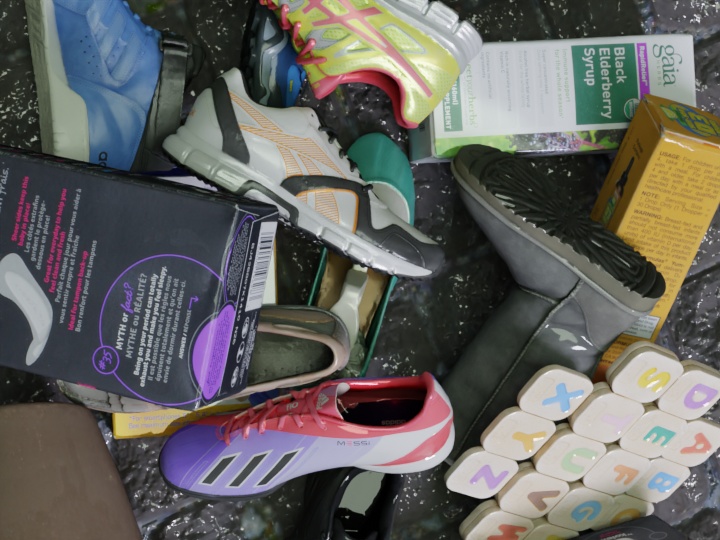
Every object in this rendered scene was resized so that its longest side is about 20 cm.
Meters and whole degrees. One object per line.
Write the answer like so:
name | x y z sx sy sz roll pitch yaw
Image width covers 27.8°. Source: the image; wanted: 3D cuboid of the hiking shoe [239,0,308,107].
hiking shoe | -0.034 -0.176 1.010 0.086 0.074 0.202 10 88 -11

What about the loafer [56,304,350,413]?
loafer | -0.104 0.056 0.952 0.197 0.063 0.073 -6 95 -2

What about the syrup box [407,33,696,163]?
syrup box | 0.135 -0.122 1.042 0.198 0.081 0.080 -4 92 -10

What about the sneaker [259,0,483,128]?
sneaker | -0.023 -0.161 0.942 0.199 0.078 0.091 28 90 -4

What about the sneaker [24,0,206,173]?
sneaker | -0.164 -0.161 0.985 0.110 0.077 0.202 -5 80 -22

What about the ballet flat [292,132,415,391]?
ballet flat | 0.000 0.000 1.018 0.067 0.070 0.202 16 86 -10

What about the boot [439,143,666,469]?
boot | 0.093 0.038 1.005 0.182 0.201 0.072 42 38 12

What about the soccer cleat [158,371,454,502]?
soccer cleat | -0.038 0.102 0.951 0.197 0.074 0.069 -7 53 3

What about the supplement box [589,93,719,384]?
supplement box | 0.192 -0.016 1.015 0.068 0.067 0.202 12 119 -11

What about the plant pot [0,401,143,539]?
plant pot | -0.214 0.180 0.926 0.198 0.200 0.177 -7 75 -12

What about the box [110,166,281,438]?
box | -0.117 0.012 1.010 0.118 0.041 0.203 -3 93 -11

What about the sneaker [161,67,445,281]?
sneaker | -0.027 -0.060 0.946 0.199 0.074 0.081 30 86 -4

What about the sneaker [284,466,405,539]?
sneaker | -0.024 0.202 1.003 0.075 0.091 0.202 19 87 -13

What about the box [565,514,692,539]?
box | 0.191 0.293 1.027 0.121 0.106 0.202 -13 101 -13

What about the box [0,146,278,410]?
box | -0.163 -0.001 0.873 0.198 0.106 0.124 13 94 9

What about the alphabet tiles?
alphabet tiles | 0.160 0.132 1.013 0.194 0.015 0.200 21 119 -37
